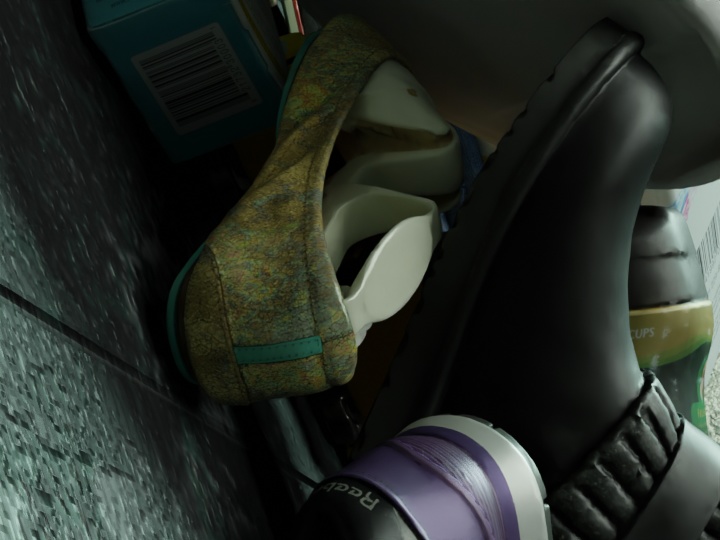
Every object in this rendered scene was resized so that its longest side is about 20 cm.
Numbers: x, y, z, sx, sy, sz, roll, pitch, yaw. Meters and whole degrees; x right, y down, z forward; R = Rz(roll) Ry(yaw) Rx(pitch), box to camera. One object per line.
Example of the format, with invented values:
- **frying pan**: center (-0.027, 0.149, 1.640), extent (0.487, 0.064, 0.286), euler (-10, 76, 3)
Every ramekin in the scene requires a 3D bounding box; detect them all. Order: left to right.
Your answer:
- **ramekin**: center (0.065, -0.123, 0.905), extent (0.202, 0.094, 0.202), euler (28, -19, 11)

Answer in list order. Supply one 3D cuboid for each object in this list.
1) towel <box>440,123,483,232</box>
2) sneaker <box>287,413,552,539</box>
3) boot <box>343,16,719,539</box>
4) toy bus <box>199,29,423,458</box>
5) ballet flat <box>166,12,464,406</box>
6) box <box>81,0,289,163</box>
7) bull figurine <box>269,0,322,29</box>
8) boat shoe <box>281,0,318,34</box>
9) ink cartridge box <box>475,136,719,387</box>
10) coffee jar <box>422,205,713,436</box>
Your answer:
- **towel**: center (0.015, -0.033, 1.147), extent (0.200, 0.049, 0.112), euler (178, -109, -81)
- **sneaker**: center (0.018, 0.150, 0.781), extent (0.088, 0.076, 0.200), euler (-23, 102, -52)
- **boot**: center (0.092, 0.041, 0.844), extent (0.158, 0.211, 0.079), euler (25, 10, 5)
- **toy bus**: center (0.000, 0.000, 1.003), extent (0.078, 0.065, 0.200), euler (-97, 164, -63)
- **ballet flat**: center (-0.001, -0.023, 0.842), extent (0.071, 0.071, 0.200), euler (65, 27, -24)
- **box**: center (-0.076, -0.142, 0.919), extent (0.082, 0.049, 0.200), euler (60, 11, -54)
- **bull figurine**: center (-0.046, -0.137, 1.073), extent (0.200, 0.065, 0.121), euler (-79, 148, -75)
- **boat shoe**: center (0.015, -0.077, 1.356), extent (0.071, 0.063, 0.200), euler (-88, 154, -68)
- **ink cartridge box**: center (0.115, -0.072, 1.111), extent (0.200, 0.087, 0.145), euler (77, 31, -42)
- **coffee jar**: center (0.080, 0.078, 0.930), extent (0.085, 0.104, 0.200), euler (2, 81, -78)
